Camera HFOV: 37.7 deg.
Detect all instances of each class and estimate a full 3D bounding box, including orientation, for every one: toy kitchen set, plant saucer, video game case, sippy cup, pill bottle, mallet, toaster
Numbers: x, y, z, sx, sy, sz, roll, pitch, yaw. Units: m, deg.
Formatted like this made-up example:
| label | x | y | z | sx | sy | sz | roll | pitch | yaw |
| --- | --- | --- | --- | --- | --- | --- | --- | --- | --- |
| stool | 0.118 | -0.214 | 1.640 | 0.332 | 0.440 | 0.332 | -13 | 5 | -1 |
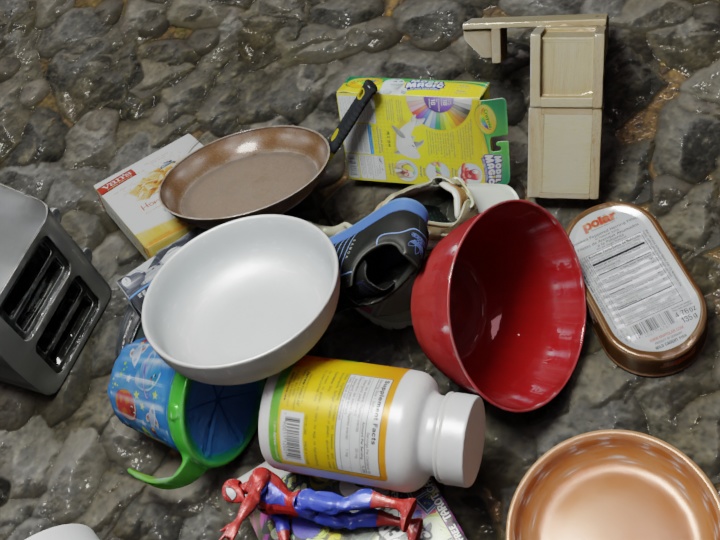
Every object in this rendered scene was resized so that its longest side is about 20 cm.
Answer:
| label | x | y | z | sx | sy | sz | roll | pitch | yaw |
| --- | --- | --- | --- | --- | --- | --- | --- | --- | --- |
| toy kitchen set | 0.202 | -0.199 | 1.223 | 0.160 | 0.184 | 0.200 | 3 | 19 | 14 |
| plant saucer | -0.126 | -0.100 | 1.173 | 0.196 | 0.033 | 0.202 | -12 | 33 | 8 |
| video game case | -0.009 | 0.244 | 1.028 | 0.179 | 0.036 | 0.201 | -30 | 55 | -2 |
| sippy cup | -0.190 | 0.126 | 1.110 | 0.128 | 0.142 | 0.178 | 8 | 34 | 33 |
| pill bottle | 0.013 | 0.146 | 0.992 | 0.196 | 0.112 | 0.113 | 6 | 60 | 21 |
| plant saucer | 0.231 | 0.244 | 0.953 | 0.196 | 0.038 | 0.203 | -8 | 57 | 12 |
| mallet | -0.034 | -0.126 | 1.205 | 0.200 | 0.041 | 0.067 | -49 | 49 | 35 |
| toaster | -0.396 | 0.029 | 1.197 | 0.117 | 0.182 | 0.202 | 14 | 62 | 23 |

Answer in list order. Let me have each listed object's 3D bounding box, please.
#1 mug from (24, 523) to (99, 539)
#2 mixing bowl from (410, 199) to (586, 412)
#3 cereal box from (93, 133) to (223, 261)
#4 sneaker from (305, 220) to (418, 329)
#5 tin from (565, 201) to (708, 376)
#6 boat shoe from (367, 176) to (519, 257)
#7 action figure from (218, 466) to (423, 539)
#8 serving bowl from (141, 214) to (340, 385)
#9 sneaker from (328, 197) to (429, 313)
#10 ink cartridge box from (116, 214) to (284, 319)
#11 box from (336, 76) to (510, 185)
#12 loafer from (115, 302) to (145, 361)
| label | x | y | z | sx | sy | sz | roll | pitch | yaw |
| --- | --- | --- | --- | --- | --- | --- | --- | --- | --- |
| mug | -0.247 | 0.344 | 0.987 | 0.198 | 0.149 | 0.176 | -22 | 57 | -36 |
| mixing bowl | 0.122 | 0.037 | 1.046 | 0.107 | 0.200 | 0.202 | -6 | 50 | 50 |
| cereal box | -0.222 | -0.086 | 1.258 | 0.143 | 0.040 | 0.200 | -31 | 38 | -17 |
| sneaker | 0.000 | 0.000 | 1.148 | 0.197 | 0.089 | 0.082 | 12 | 62 | 23 |
| tin | 0.280 | 0.014 | 1.085 | 0.110 | 0.042 | 0.202 | -21 | 55 | -2 |
| boat shoe | 0.096 | -0.060 | 1.128 | 0.197 | 0.069 | 0.075 | -19 | 59 | -29 |
| action figure | -0.051 | 0.241 | 0.978 | 0.196 | 0.066 | 0.100 | 9 | 50 | 23 |
| serving bowl | -0.109 | 0.037 | 1.023 | 0.196 | 0.066 | 0.202 | -10 | 43 | 9 |
| sneaker | -0.011 | 0.006 | 1.060 | 0.199 | 0.070 | 0.079 | -38 | 27 | 33 |
| ink cartridge box | -0.161 | -0.014 | 1.140 | 0.199 | 0.040 | 0.099 | -35 | 34 | -15 |
| box | 0.076 | -0.158 | 1.204 | 0.196 | 0.119 | 0.049 | 8 | 38 | 22 |
| loafer | -0.212 | 0.032 | 1.202 | 0.070 | 0.068 | 0.203 | 1 | 53 | 41 |
